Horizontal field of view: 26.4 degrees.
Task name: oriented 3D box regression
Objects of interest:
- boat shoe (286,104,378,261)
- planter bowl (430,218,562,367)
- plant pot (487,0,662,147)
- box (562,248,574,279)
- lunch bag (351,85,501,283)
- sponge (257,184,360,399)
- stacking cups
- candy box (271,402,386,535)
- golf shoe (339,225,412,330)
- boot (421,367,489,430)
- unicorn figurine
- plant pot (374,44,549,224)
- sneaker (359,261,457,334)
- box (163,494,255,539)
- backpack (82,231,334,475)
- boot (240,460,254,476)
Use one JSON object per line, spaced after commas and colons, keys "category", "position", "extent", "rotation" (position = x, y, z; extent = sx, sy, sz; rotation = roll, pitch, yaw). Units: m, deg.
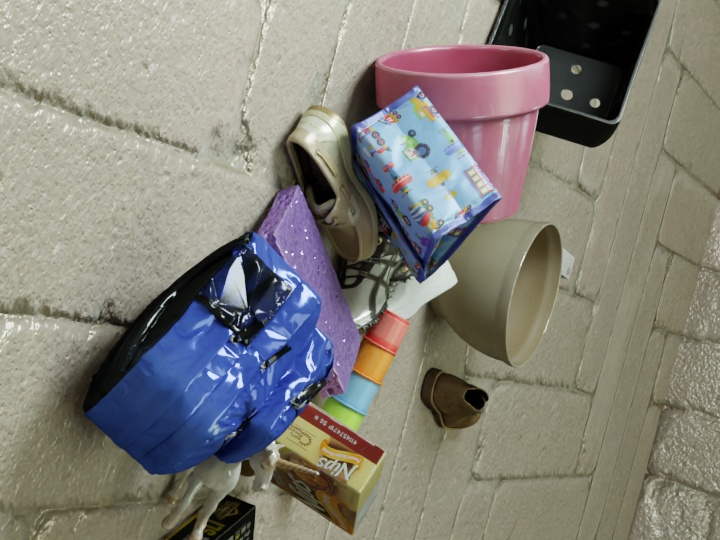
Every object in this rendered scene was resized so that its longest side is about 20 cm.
{"category": "boat shoe", "position": [-0.034, -0.080, 1.642], "extent": [0.065, 0.072, 0.201], "rotation": [-51, 141, -34]}
{"category": "planter bowl", "position": [0.176, 0.018, 2.081], "extent": [0.200, 0.134, 0.201], "rotation": [-45, 143, -50]}
{"category": "plant pot", "position": [0.285, -0.277, 2.097], "extent": [0.178, 0.199, 0.200], "rotation": [68, 42, -70]}
{"category": "box", "position": [0.296, -0.026, 2.439], "extent": [0.200, 0.039, 0.042], "rotation": [26, 78, -66]}
{"category": "lunch bag", "position": [0.053, -0.081, 1.671], "extent": [0.094, 0.151, 0.200], "rotation": [-32, 169, -19]}
{"category": "sponge", "position": [-0.052, 0.022, 1.599], "extent": [0.112, 0.030, 0.201], "rotation": [-71, 144, -57]}
{"category": "stacking cups", "position": [-0.010, 0.137, 1.789], "extent": [0.201, 0.060, 0.060], "rotation": [-64, 156, -1]}
{"category": "candy box", "position": [-0.039, 0.201, 1.573], "extent": [0.055, 0.115, 0.200], "rotation": [-55, 170, -18]}
{"category": "golf shoe", "position": [0.000, 0.000, 1.780], "extent": [0.200, 0.077, 0.095], "rotation": [-51, 125, -41]}
{"category": "boot", "position": [0.152, 0.195, 2.206], "extent": [0.200, 0.075, 0.074], "rotation": [42, 64, -65]}
{"category": "unicorn figurine", "position": [-0.135, 0.194, 1.480], "extent": [0.074, 0.200, 0.138], "rotation": [28, 98, -28]}
{"category": "plant pot", "position": [0.116, -0.154, 1.744], "extent": [0.200, 0.199, 0.180], "rotation": [-30, 123, -58]}
{"category": "sneaker", "position": [0.040, 0.015, 1.886], "extent": [0.200, 0.073, 0.085], "rotation": [-34, 106, -50]}
{"category": "box", "position": [-0.180, 0.346, 1.590], "extent": [0.200, 0.049, 0.160], "rotation": [-35, 137, -56]}
{"category": "backpack", "position": [-0.133, 0.090, 1.361], "extent": [0.200, 0.168, 0.163], "rotation": [-46, -179, -35]}
{"category": "boot", "position": [-0.090, 0.100, 1.607], "extent": [0.156, 0.073, 0.201], "rotation": [-49, 152, -43]}
